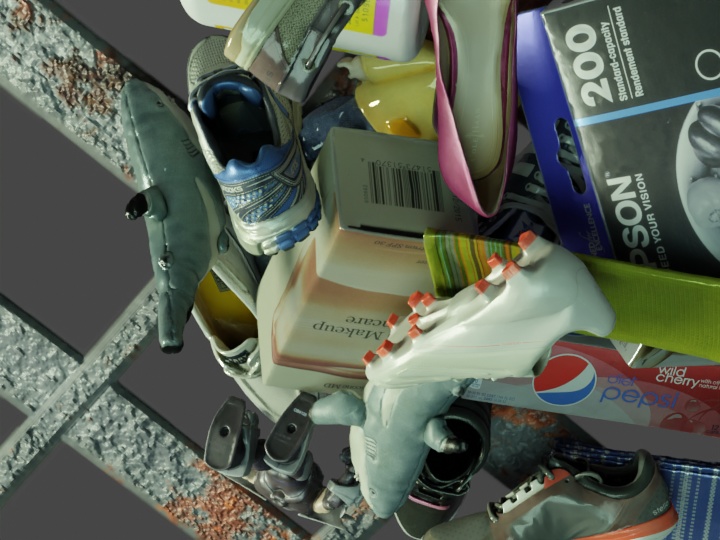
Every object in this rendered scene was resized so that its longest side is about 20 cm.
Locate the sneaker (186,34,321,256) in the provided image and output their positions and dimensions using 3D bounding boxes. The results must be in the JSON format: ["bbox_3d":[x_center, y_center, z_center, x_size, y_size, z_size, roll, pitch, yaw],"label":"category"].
[{"bbox_3d":[-0.077,-0.106,1.031,0.077,0.201,0.085,-25,136,0],"label":"sneaker"}]

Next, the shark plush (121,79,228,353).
[{"bbox_3d":[-0.143,-0.033,1.094,0.090,0.202,0.083,-9,151,30],"label":"shark plush"}]

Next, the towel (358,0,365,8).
[{"bbox_3d":[0.006,-0.272,0.943,0.148,0.036,0.200,42,94,6],"label":"towel"}]

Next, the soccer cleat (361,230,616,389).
[{"bbox_3d":[0.073,0.043,0.965,0.078,0.069,0.200,43,142,-12],"label":"soccer cleat"}]

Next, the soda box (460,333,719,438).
[{"bbox_3d":[0.170,0.062,1.112,0.198,0.070,0.064,9,122,-9],"label":"soda box"}]

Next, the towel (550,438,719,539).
[{"bbox_3d":[0.246,0.203,1.236,0.198,0.024,0.146,6,123,13],"label":"towel"}]

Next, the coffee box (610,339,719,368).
[{"bbox_3d":[0.243,-0.036,1.029,0.112,0.080,0.201,1,129,-30],"label":"coffee box"}]

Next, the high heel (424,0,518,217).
[{"bbox_3d":[0.072,-0.133,0.938,0.067,0.096,0.201,-4,130,-14],"label":"high heel"}]

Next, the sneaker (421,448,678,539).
[{"bbox_3d":[0.139,0.177,1.194,0.198,0.077,0.083,-13,108,5],"label":"sneaker"}]

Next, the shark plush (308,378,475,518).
[{"bbox_3d":[0.056,0.094,1.077,0.200,0.090,0.084,-39,62,35],"label":"shark plush"}]

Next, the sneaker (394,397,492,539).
[{"bbox_3d":[0.056,0.153,1.204,0.070,0.099,0.201,16,124,2],"label":"sneaker"}]

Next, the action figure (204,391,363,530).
[{"bbox_3d":[-0.058,0.148,1.208,0.129,0.070,0.200,11,162,11],"label":"action figure"}]

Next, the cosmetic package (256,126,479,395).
[{"bbox_3d":[0.000,0.000,1.085,0.102,0.088,0.200,6,145,-16],"label":"cosmetic package"}]

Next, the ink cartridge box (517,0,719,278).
[{"bbox_3d":[0.182,-0.077,0.943,0.199,0.043,0.200,-10,104,40],"label":"ink cartridge box"}]

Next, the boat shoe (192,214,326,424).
[{"bbox_3d":[-0.089,0.052,1.196,0.070,0.070,0.201,-14,117,21],"label":"boat shoe"}]

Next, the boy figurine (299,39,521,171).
[{"bbox_3d":[0.040,-0.104,1.077,0.199,0.065,0.125,-22,112,28],"label":"boy figurine"}]

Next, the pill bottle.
[{"bbox_3d":[-0.051,-0.203,1.015,0.198,0.104,0.105,12,122,6],"label":"pill bottle"}]

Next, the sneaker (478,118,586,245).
[{"bbox_3d":[0.132,-0.060,1.052,0.070,0.109,0.200,33,122,-7],"label":"sneaker"}]

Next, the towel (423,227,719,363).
[{"bbox_3d":[0.136,0.017,0.964,0.198,0.018,0.086,11,151,21],"label":"towel"}]

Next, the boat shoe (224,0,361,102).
[{"bbox_3d":[0.005,-0.183,0.891,0.065,0.072,0.200,41,88,-8],"label":"boat shoe"}]
